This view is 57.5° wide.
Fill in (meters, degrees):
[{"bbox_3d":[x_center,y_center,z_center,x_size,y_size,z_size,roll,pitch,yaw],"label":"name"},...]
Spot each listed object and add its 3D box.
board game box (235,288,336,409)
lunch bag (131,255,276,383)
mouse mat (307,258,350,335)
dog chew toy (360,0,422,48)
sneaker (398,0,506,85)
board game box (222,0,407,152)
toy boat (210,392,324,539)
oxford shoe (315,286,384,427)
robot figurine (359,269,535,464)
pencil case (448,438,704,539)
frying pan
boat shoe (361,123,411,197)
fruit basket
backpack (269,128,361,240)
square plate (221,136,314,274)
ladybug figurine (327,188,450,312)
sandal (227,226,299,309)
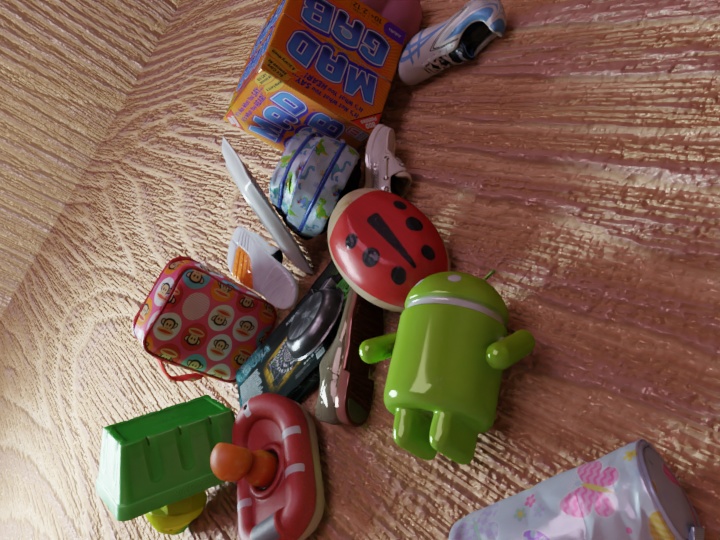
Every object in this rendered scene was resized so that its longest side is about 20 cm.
[{"bbox_3d":[-0.111,0.139,0.963,0.200,0.028,0.136,-46,37,21],"label":"board game box"},{"bbox_3d":[-0.245,0.092,1.022,0.082,0.199,0.178,26,84,50],"label":"lunch bag"},{"bbox_3d":[0.000,0.000,0.956,0.201,0.007,0.161,-53,35,7],"label":"mouse mat"},{"bbox_3d":[0.013,-0.462,1.112,0.124,0.199,0.126,-30,43,33],"label":"dog chew toy"},{"bbox_3d":[0.131,-0.335,0.990,0.199,0.071,0.073,-26,55,42],"label":"sneaker"},{"bbox_3d":[-0.077,-0.319,1.081,0.199,0.198,0.202,-19,49,61],"label":"board game box"},{"bbox_3d":[-0.130,0.246,0.825,0.130,0.130,0.201,-40,40,24],"label":"toy boat"},{"bbox_3d":[-0.021,0.098,0.845,0.074,0.070,0.202,-10,57,37],"label":"oxford shoe"},{"bbox_3d":[0.091,0.091,0.682,0.174,0.115,0.202,-5,59,38],"label":"robot figurine"},{"bbox_3d":[0.165,0.214,0.528,0.199,0.083,0.091,-37,34,26],"label":"pencil case"},{"bbox_3d":[-0.043,0.037,0.888,0.191,0.031,0.115,-56,20,-3],"label":"frying pan"},{"bbox_3d":[0.042,-0.129,0.954,0.068,0.071,0.202,-4,60,19],"label":"boat shoe"},{"bbox_3d":[-0.262,0.300,0.930,0.155,0.215,0.218,8,71,54],"label":"fruit basket"},{"bbox_3d":[-0.064,-0.127,0.967,0.164,0.153,0.200,-56,20,2],"label":"backpack"},{"bbox_3d":[-0.157,-0.103,1.062,0.028,0.199,0.200,-34,37,-2],"label":"square plate"},{"bbox_3d":[0.034,-0.033,0.826,0.135,0.072,0.200,-38,62,-11],"label":"ladybug figurine"},{"bbox_3d":[-0.147,0.002,1.057,0.206,0.059,0.080,39,113,40],"label":"sandal"}]
